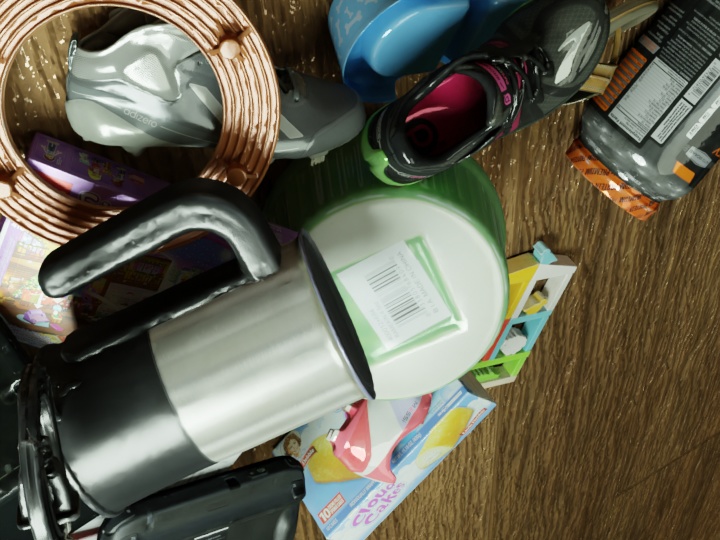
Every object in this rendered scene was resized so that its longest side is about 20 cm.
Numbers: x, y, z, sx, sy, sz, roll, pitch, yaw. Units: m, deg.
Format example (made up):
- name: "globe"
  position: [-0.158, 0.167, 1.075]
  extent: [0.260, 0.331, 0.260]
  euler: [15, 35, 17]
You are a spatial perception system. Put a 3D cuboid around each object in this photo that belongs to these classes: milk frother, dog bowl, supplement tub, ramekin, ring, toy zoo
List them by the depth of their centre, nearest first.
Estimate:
- name: "milk frother"
  position: [-0.099, 0.069, 0.657]
  extent: [0.186, 0.201, 0.181]
  euler: [-25, 130, 5]
- name: "ring"
  position: [-0.145, -0.091, 0.666]
  extent: [0.198, 0.019, 0.202]
  euler: [-3, 123, -5]
- name: "dog bowl"
  position: [0.063, -0.181, 0.798]
  extent: [0.198, 0.050, 0.112]
  euler: [-15, 152, -32]
- name: "ramekin"
  position: [0.020, 0.000, 0.854]
  extent: [0.197, 0.098, 0.202]
  euler: [-1, 118, -3]
- name: "supplement tub"
  position: [0.279, -0.150, 0.982]
  extent: [0.122, 0.123, 0.201]
  euler: [15, 119, -49]
- name: "toy zoo"
  position: [0.149, 0.049, 1.177]
  extent: [0.130, 0.021, 0.201]
  euler: [-9, 135, -36]

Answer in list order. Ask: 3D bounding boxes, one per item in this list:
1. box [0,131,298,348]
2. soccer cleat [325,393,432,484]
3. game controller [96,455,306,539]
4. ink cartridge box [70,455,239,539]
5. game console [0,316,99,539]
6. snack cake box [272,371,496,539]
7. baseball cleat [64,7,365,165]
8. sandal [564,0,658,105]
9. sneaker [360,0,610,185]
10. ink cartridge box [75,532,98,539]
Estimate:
- name: "box"
  position: [-0.148, 0.006, 0.763]
  extent: [0.198, 0.039, 0.138]
  euler: [21, 119, -19]
- name: "soccer cleat"
  position: [0.044, 0.096, 1.025]
  extent: [0.201, 0.076, 0.067]
  euler: [-59, -174, -9]
- name: "game controller"
  position: [-0.130, 0.220, 0.940]
  extent: [0.198, 0.042, 0.105]
  euler: [-10, 128, -39]
- name: "ink cartridge box"
  position: [-0.198, 0.167, 0.934]
  extent: [0.144, 0.084, 0.201]
  euler: [9, 124, -48]
- name: "game console"
  position: [-0.270, 0.134, 0.802]
  extent: [0.199, 0.177, 0.116]
  euler: [-34, -175, 13]
- name: "snack cake box"
  position: [0.020, 0.153, 1.092]
  extent: [0.200, 0.115, 0.067]
  euler: [-48, 146, 12]
- name: "baseball cleat"
  position: [-0.083, -0.120, 0.706]
  extent: [0.198, 0.070, 0.107]
  euler: [-6, 134, -22]
- name: "sandal"
  position: [0.164, -0.152, 0.893]
  extent: [0.200, 0.054, 0.080]
  euler: [-39, -173, -22]
- name: "sneaker"
  position: [0.093, -0.120, 0.751]
  extent: [0.199, 0.084, 0.077]
  euler: [-38, 101, -7]
- name: "ink cartridge box"
  position: [-0.180, 0.277, 0.969]
  extent: [0.198, 0.045, 0.178]
  euler: [-8, 113, -40]
